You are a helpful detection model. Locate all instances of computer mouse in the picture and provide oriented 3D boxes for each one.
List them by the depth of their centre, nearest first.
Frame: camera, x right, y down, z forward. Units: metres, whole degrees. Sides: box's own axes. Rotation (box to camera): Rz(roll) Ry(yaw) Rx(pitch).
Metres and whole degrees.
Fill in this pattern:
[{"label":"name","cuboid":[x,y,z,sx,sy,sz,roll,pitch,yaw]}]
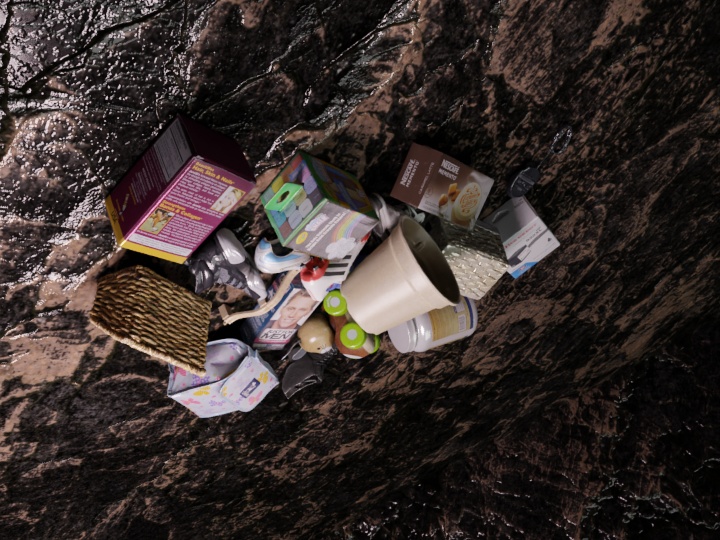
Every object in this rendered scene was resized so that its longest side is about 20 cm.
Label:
[{"label":"computer mouse","cuboid":[0.389,-0.242,1.584,0.058,0.034,0.200,25,115,-34]}]

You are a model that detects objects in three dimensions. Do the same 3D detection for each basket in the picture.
[{"label":"basket","cuboid":[-0.379,0.105,1.282,0.141,0.151,0.200,-15,150,27]},{"label":"basket","cuboid":[0.214,-0.036,1.589,0.198,0.124,0.136,16,128,-30]}]

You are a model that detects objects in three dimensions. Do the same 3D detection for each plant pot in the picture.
[{"label":"plant pot","cuboid":[0.067,0.025,1.424,0.183,0.202,0.200,-33,149,20]}]

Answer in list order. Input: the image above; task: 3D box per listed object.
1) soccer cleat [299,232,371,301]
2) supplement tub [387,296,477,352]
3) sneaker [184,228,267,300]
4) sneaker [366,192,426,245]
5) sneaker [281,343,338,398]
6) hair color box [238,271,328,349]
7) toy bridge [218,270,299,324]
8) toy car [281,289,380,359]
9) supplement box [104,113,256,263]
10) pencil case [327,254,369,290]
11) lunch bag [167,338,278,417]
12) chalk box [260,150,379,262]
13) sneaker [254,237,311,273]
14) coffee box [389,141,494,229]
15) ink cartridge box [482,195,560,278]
[{"label":"soccer cleat","cuboid":[-0.043,-0.022,1.411,0.200,0.068,0.086,-46,134,-35]},{"label":"supplement tub","cuboid":[0.176,0.119,1.802,0.198,0.145,0.145,-15,146,-23]},{"label":"sneaker","cuboid":[-0.256,0.008,1.360,0.113,0.076,0.201,-28,143,-1]},{"label":"sneaker","cuboid":[0.068,-0.123,1.458,0.115,0.076,0.201,-37,157,-6]},{"label":"sneaker","cuboid":[-0.102,0.227,1.750,0.198,0.105,0.060,-18,149,-4]},{"label":"hair color box","cuboid":[-0.167,0.086,1.553,0.099,0.061,0.200,6,133,-44]},{"label":"toy bridge","cuboid":[-0.202,0.052,1.469,0.199,0.068,0.027,-37,148,9]},{"label":"toy car","cuboid":[-0.079,0.152,1.605,0.199,0.159,0.164,-31,164,7]},{"label":"supplement box","cuboid":[-0.281,-0.122,1.122,0.200,0.104,0.130,-42,147,20]},{"label":"pencil case","cuboid":[0.000,0.000,1.555,0.198,0.086,0.079,-2,97,-39]},{"label":"lunch bag","cuboid":[-0.294,0.234,1.562,0.198,0.128,0.170,-15,150,6]},{"label":"chalk box","cuboid":[-0.087,-0.115,1.276,0.124,0.125,0.199,-43,145,22]},{"label":"sneaker","cuboid":[-0.114,-0.038,1.415,0.198,0.072,0.073,-7,135,-38]},{"label":"coffee box","cuboid":[0.164,-0.164,1.420,0.199,0.079,0.115,16,101,-50]},{"label":"ink cartridge box","cuboid":[0.380,-0.080,1.745,0.145,0.084,0.200,-38,148,14]}]
